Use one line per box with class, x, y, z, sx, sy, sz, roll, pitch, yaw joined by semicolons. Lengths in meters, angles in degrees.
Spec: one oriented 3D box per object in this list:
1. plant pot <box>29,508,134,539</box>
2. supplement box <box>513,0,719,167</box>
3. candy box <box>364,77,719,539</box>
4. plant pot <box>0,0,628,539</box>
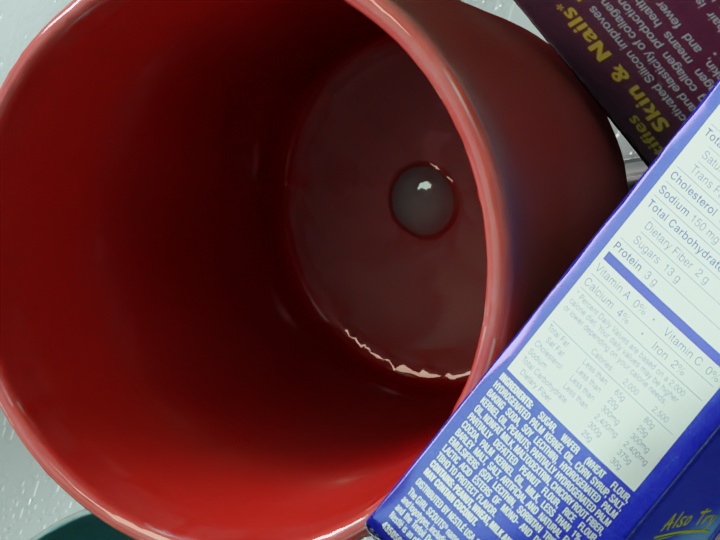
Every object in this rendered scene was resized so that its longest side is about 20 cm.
plant pot;-0.062;0.199;1.050;0.200;0.135;0.201;-30;46;37
supplement box;0.155;-0.132;0.987;0.200;0.131;0.103;-31;18;35
candy box;0.117;0.029;0.908;0.077;0.169;0.200;44;103;24
plant pot;-0.006;-0.014;0.997;0.200;0.177;0.201;4;99;26
